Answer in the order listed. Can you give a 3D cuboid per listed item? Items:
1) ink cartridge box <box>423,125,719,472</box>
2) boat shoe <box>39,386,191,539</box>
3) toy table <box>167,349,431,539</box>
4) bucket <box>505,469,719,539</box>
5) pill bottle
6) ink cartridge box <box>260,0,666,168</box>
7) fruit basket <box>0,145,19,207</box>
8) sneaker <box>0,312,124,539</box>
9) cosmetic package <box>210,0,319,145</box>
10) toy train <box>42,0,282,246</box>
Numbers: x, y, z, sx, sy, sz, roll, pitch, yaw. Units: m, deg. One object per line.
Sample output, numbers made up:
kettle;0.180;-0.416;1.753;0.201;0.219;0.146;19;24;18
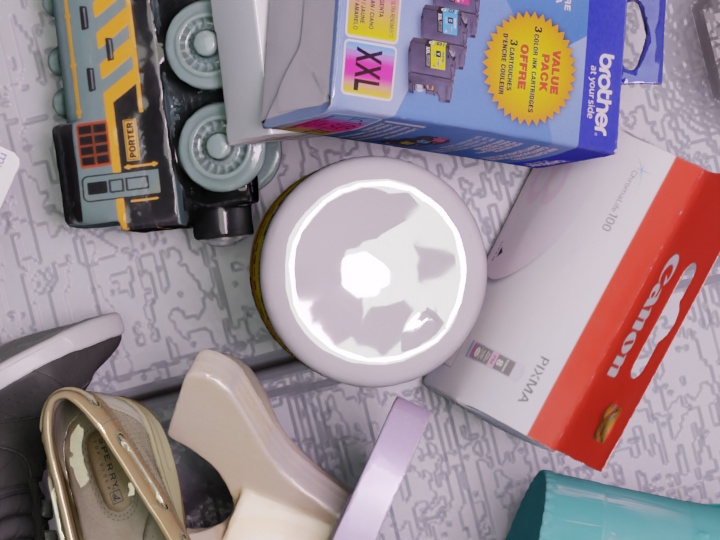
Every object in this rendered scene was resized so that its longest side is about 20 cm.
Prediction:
ink cartridge box;0.109;0.007;1.497;0.057;0.200;0.163;29;88;-10
boat shoe;-0.101;0.150;1.398;0.073;0.063;0.202;-21;74;14
toy table;-0.050;0.124;1.509;0.117;0.184;0.201;24;122;2
bucket;0.127;0.203;1.503;0.134;0.207;0.208;19;89;-1
pill bottle;0.000;0.000;1.490;0.109;0.200;0.110;0;90;-4
ink cartridge box;0.057;-0.128;1.475;0.199;0.076;0.137;7;84;-32
fruit basket;-0.291;-0.005;1.513;0.184;0.094;0.201;23;104;-3
sneaker;-0.174;0.094;1.508;0.070;0.200;0.100;-18;101;39
cosmetic package;0.020;-0.149;1.526;0.199;0.052;0.152;-8;89;-31
toy train;-0.106;-0.109;1.546;0.113;0.085;0.201;-7;90;6
